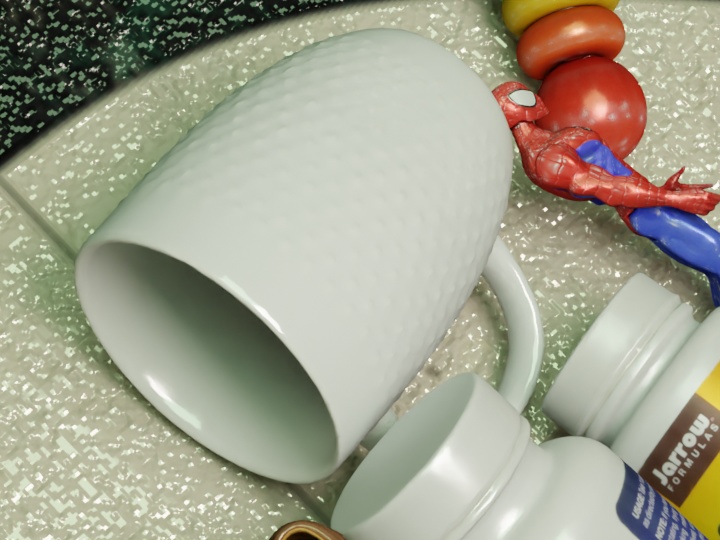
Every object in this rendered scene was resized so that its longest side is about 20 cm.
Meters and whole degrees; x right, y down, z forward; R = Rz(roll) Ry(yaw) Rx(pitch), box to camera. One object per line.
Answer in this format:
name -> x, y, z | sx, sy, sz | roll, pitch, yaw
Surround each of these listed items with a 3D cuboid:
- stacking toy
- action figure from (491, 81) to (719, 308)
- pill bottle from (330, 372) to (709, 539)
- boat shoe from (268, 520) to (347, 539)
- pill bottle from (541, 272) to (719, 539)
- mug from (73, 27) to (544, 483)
stacking toy -> 0.092, -0.144, 1.419 | 0.085, 0.085, 0.201 | -11, 72, -11
action figure -> 0.140, -0.024, 1.361 | 0.199, 0.065, 0.052 | 32, 93, -5
pill bottle -> 0.089, 0.141, 1.242 | 0.200, 0.120, 0.120 | 43, 68, -11
boat shoe -> 0.014, 0.182, 1.140 | 0.072, 0.068, 0.200 | -28, 63, -11
pill bottle -> 0.181, 0.090, 1.311 | 0.200, 0.109, 0.109 | 36, 68, 9
mug -> 0.000, 0.000, 1.321 | 0.200, 0.147, 0.175 | 48, 62, -12
